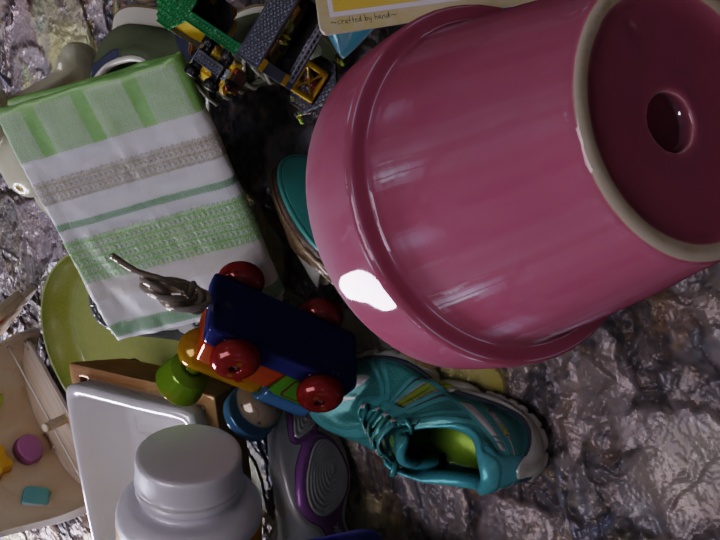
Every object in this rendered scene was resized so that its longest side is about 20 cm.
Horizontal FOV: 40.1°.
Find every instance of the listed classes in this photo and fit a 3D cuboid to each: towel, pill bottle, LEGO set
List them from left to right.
[{"bbox_3d":[-0.152,-0.048,0.712,0.148,0.031,0.201,-12,119,13],"label":"towel"},{"bbox_3d":[-0.129,0.222,0.750,0.109,0.109,0.201,21,119,34],"label":"pill bottle"},{"bbox_3d":[-0.023,-0.187,0.634,0.153,0.116,0.201,29,93,37],"label":"LEGO set"}]

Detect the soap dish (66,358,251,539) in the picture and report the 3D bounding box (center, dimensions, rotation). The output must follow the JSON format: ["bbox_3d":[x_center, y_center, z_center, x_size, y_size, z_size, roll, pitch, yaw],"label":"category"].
[{"bbox_3d":[-0.168,0.175,0.863,0.156,0.081,0.201,8,115,27],"label":"soap dish"}]

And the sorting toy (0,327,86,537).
[{"bbox_3d":[-0.368,0.189,0.991,0.201,0.179,0.107,57,135,10],"label":"sorting toy"}]

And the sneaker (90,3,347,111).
[{"bbox_3d":[-0.110,-0.142,0.721,0.199,0.090,0.067,7,146,20],"label":"sneaker"}]

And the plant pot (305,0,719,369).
[{"bbox_3d":[0.098,-0.054,0.498,0.179,0.199,0.201,-16,91,60],"label":"plant pot"}]

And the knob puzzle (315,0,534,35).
[{"bbox_3d":[0.051,-0.240,0.527,0.218,0.030,0.221,-1,104,-4],"label":"knob puzzle"}]

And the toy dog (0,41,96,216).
[{"bbox_3d":[-0.207,-0.078,0.824,0.199,0.139,0.195,22,128,34],"label":"toy dog"}]

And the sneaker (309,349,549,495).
[{"bbox_3d":[0.035,0.108,0.702,0.199,0.079,0.078,9,107,39],"label":"sneaker"}]

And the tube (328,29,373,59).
[{"bbox_3d":[-0.040,-0.246,0.694,0.077,0.050,0.200,-41,75,15],"label":"tube"}]

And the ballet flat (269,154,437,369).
[{"bbox_3d":[0.000,0.000,0.724,0.200,0.068,0.073,42,145,20],"label":"ballet flat"}]

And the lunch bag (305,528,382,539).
[{"bbox_3d":[0.009,0.291,0.712,0.198,0.128,0.171,7,108,7],"label":"lunch bag"}]

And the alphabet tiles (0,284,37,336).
[{"bbox_3d":[-0.410,0.096,1.010,0.015,0.196,0.200,44,129,-6],"label":"alphabet tiles"}]

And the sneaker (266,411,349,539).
[{"bbox_3d":[-0.051,0.206,0.803,0.099,0.075,0.202,-11,94,40],"label":"sneaker"}]

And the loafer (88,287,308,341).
[{"bbox_3d":[-0.119,0.027,0.804,0.199,0.070,0.076,14,106,11],"label":"loafer"}]

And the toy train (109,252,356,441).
[{"bbox_3d":[-0.111,0.054,0.699,0.116,0.199,0.085,-42,36,36],"label":"toy train"}]

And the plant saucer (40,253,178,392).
[{"bbox_3d":[-0.216,0.070,0.920,0.199,0.031,0.201,13,116,28],"label":"plant saucer"}]
